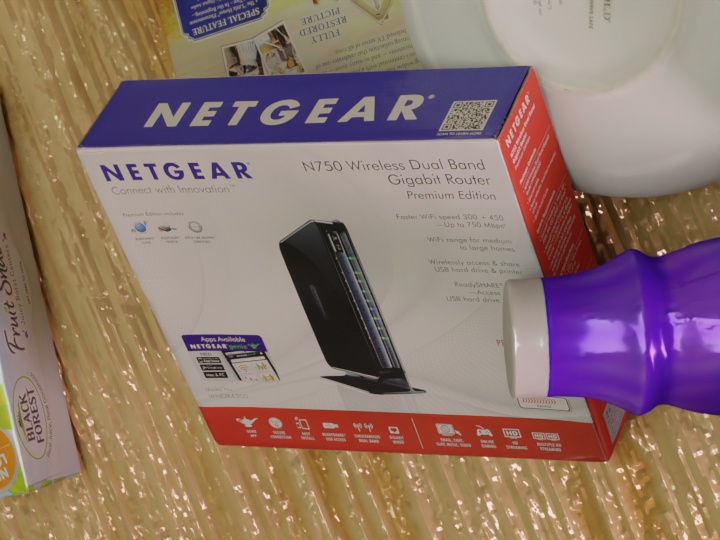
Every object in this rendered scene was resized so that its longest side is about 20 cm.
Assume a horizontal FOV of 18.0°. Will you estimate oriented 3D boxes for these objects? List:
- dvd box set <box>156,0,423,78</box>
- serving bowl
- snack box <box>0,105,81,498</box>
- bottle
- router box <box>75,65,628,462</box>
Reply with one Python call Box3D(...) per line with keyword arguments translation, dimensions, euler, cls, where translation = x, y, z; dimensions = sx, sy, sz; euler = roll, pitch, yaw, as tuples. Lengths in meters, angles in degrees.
Box3D(translation=(-0.019, -0.107, 1.032), dimensions=(0.146, 0.029, 0.201), euler=(-15, 89, 28), cls="dvd box set")
Box3D(translation=(0.098, -0.120, 0.910), dimensions=(0.199, 0.066, 0.202), euler=(9, 111, 24), cls="serving bowl")
Box3D(translation=(-0.230, 0.020, 1.148), dimensions=(0.141, 0.053, 0.201), euler=(-11, 92, 29), cls="snack box")
Box3D(translation=(0.156, 0.021, 0.887), dimensions=(0.198, 0.084, 0.066), euler=(-3, 70, 0), cls="bottle")
Box3D(translation=(0.000, 0.000, 0.975), dimensions=(0.199, 0.049, 0.180), euler=(0, 132, 28), cls="router box")
